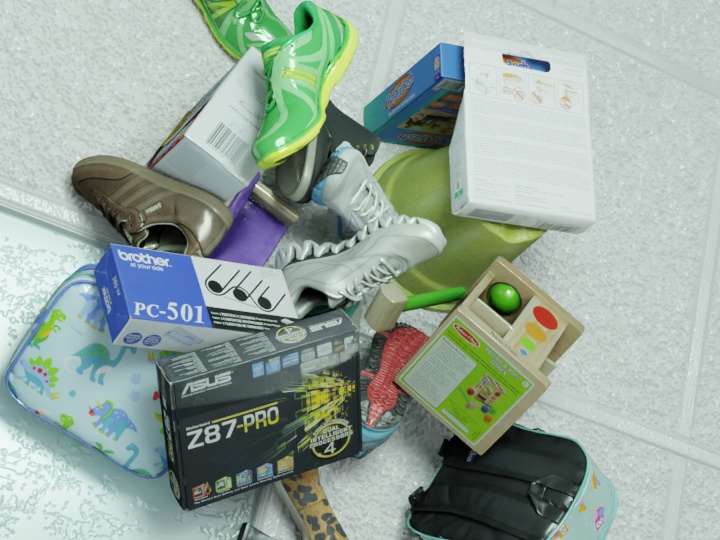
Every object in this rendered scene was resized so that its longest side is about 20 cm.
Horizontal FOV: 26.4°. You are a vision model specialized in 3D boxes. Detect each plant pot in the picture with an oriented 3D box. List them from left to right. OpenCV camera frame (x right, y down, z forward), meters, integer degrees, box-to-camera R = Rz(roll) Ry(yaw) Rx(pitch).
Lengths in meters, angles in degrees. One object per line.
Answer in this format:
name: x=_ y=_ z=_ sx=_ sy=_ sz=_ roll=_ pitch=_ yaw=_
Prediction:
plant pot: x=0.127 y=-0.071 z=1.742 sx=0.200 sy=0.184 sz=0.201 roll=7 pitch=73 yaw=-24

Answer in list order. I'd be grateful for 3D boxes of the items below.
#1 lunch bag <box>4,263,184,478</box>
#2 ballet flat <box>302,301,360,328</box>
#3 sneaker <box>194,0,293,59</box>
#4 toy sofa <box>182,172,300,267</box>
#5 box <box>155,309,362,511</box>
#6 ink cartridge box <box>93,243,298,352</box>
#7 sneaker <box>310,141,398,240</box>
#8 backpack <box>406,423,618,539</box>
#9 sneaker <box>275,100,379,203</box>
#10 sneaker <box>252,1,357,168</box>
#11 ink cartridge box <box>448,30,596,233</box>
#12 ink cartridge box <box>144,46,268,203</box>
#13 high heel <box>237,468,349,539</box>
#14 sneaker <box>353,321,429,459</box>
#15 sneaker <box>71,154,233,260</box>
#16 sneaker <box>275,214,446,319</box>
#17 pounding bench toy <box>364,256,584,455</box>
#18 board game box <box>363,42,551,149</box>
lunch bag: x=-0.239 y=0.099 z=1.541 sx=0.200 sy=0.082 sz=0.161 roll=33 pitch=99 yaw=-11
ballet flat: x=-0.040 y=0.067 z=1.698 sx=0.070 sy=0.067 sz=0.200 roll=48 pitch=58 yaw=-34
sneaker: x=-0.143 y=-0.311 z=1.740 sx=0.200 sy=0.084 sz=0.074 roll=49 pitch=61 yaw=-6
toy sofa: x=-0.147 y=-0.008 z=1.641 sx=0.083 sy=0.098 sz=0.200 roll=38 pitch=62 yaw=-11
box: x=-0.097 y=0.137 z=1.519 sx=0.200 sy=0.049 sz=0.162 roll=-15 pitch=123 yaw=-21
ink cartridge box: x=-0.157 y=0.035 z=1.511 sx=0.200 sy=0.044 sz=0.094 roll=9 pitch=45 yaw=-35
sneaker: x=0.005 y=-0.072 z=1.656 sx=0.087 sy=0.200 sz=0.075 roll=32 pitch=80 yaw=17
backpack: x=0.176 y=0.262 z=1.659 sx=0.153 sy=0.200 sz=0.176 roll=51 pitch=58 yaw=-28
sneaker: x=-0.030 y=-0.128 z=1.709 sx=0.106 sy=0.075 sz=0.200 roll=30 pitch=34 yaw=-19
sneaker: x=-0.071 y=-0.182 z=1.505 sx=0.084 sy=0.074 sz=0.200 roll=37 pitch=53 yaw=-22
ink cartridge box: x=0.173 y=-0.147 z=1.658 sx=0.161 sy=0.050 sz=0.201 roll=8 pitch=68 yaw=-24
ink cartridge box: x=-0.143 y=-0.147 z=1.625 sx=0.084 sy=0.200 sz=0.176 roll=40 pitch=62 yaw=-12
high heel: x=-0.032 y=0.231 z=1.635 sx=0.142 sy=0.071 sz=0.200 roll=24 pitch=82 yaw=-11
sneaker: x=0.021 y=0.132 z=1.696 sx=0.079 sy=0.096 sz=0.200 roll=33 pitch=37 yaw=5
sneaker: x=-0.230 y=-0.061 z=1.580 sx=0.200 sy=0.071 sz=0.076 roll=16 pitch=60 yaw=28
sneaker: x=0.000 y=0.000 z=1.633 sx=0.075 sy=0.200 sz=0.081 roll=51 pitch=32 yaw=-42
pounding bench toy: x=0.116 y=0.062 z=1.659 sx=0.200 sy=0.124 sz=0.156 roll=40 pitch=35 yaw=2
board game box: x=0.113 y=-0.193 z=1.762 sx=0.152 sy=0.200 sz=0.045 roll=6 pitch=71 yaw=-25
